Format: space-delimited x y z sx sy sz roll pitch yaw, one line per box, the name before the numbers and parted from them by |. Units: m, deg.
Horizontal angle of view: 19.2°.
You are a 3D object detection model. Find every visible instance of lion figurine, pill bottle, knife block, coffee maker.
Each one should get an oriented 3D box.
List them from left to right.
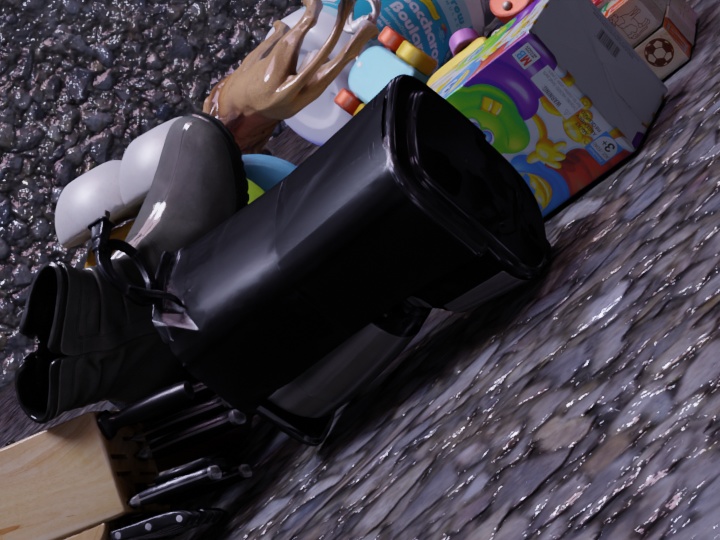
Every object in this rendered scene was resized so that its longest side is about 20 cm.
knife block | -0.174 0.119 1.351 0.176 0.200 0.064 -67 -22 4
lion figurine | -0.063 -0.129 1.523 0.123 0.072 0.200 -51 2 -17
coffee maker | -0.019 -0.011 1.257 0.200 0.192 0.135 -39 52 29
pill bottle | 0.023 -0.185 1.688 0.200 0.111 0.111 -36 3 -37

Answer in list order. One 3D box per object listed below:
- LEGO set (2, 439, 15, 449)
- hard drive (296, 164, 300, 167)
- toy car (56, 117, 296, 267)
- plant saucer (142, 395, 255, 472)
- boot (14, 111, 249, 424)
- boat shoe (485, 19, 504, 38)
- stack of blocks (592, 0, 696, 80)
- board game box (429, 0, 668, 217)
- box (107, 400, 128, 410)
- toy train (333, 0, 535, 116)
LEGO set | -0.291 0.238 1.648 0.153 0.116 0.200 -3 33 28
hard drive | 0.002 -0.091 1.685 0.200 0.025 0.132 -25 6 13
toy car | -0.103 -0.016 1.500 0.150 0.175 0.200 -27 0 -42
plant saucer | -0.163 0.126 1.487 0.200 0.030 0.200 -16 -9 -3
boot | -0.145 0.000 1.334 0.130 0.068 0.201 -3 -70 -49
boat shoe | 0.129 -0.183 1.685 0.200 0.071 0.091 -51 -20 -77
stack of blocks | 0.181 -0.166 1.541 0.115 0.059 0.200 -39 9 22
board game box | 0.086 -0.082 1.401 0.200 0.105 0.103 -38 10 33
box | -0.133 0.050 1.694 0.148 0.104 0.200 -53 11 -14
toy train | 0.071 -0.165 1.534 0.200 0.056 0.151 -12 60 40
